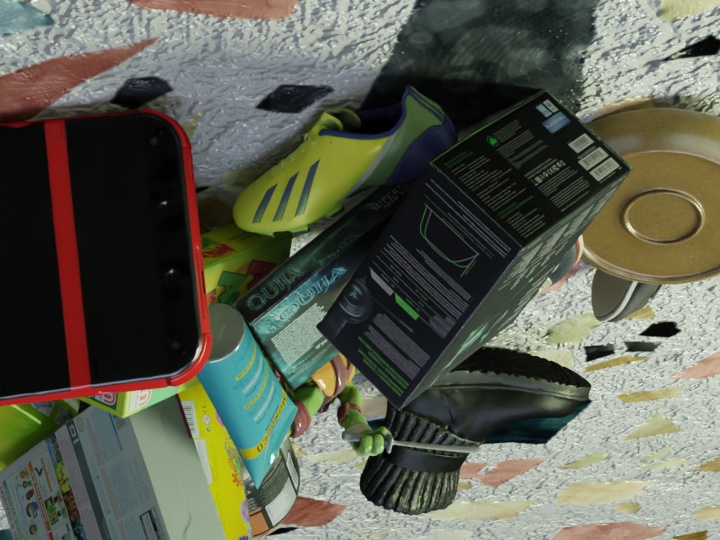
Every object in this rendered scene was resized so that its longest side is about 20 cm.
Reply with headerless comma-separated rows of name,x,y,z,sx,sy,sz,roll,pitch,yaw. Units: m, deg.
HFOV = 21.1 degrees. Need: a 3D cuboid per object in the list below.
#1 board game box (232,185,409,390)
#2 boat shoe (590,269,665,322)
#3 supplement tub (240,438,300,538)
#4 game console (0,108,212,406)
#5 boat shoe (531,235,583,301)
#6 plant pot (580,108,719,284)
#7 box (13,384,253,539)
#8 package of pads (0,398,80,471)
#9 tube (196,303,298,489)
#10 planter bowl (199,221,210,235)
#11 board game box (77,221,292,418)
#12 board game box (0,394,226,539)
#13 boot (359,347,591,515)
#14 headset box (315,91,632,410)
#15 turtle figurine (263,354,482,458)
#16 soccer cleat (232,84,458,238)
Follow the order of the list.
board game box,0.000,0.000,1.538,0.200,0.028,0.135,-38,151,-6
boat shoe,0.254,-0.011,1.663,0.057,0.067,0.200,4,149,-14
supplement tub,-0.125,0.190,1.905,0.122,0.123,0.200,-9,155,1
game console,-0.201,-0.011,1.373,0.176,0.201,0.031,-7,174,0
boat shoe,0.122,-0.002,1.602,0.063,0.071,0.200,-41,179,-24
plant pot,0.241,-0.050,1.543,0.199,0.028,0.200,5,141,4
box,-0.213,0.193,1.738,0.192,0.201,0.122,-19,168,41
package of pads,-0.358,0.115,1.684,0.154,0.068,0.200,38,133,-25
tube,-0.090,0.096,1.515,0.050,0.078,0.200,22,157,24
planter bowl,-0.201,0.038,1.557,0.200,0.084,0.201,-9,142,-7
board game box,-0.132,0.033,1.492,0.047,0.102,0.200,20,-157,28
board game box,-0.211,0.199,1.607,0.064,0.148,0.200,-2,156,-46
boot,0.109,0.158,1.871,0.210,0.079,0.158,6,108,-12
headset box,0.081,-0.011,1.435,0.174,0.093,0.200,-33,163,-48
turtle figurine,-0.016,0.087,1.673,0.194,0.200,0.144,-22,128,-47
soccer cleat,-0.021,-0.085,1.448,0.200,0.065,0.084,-19,125,30
